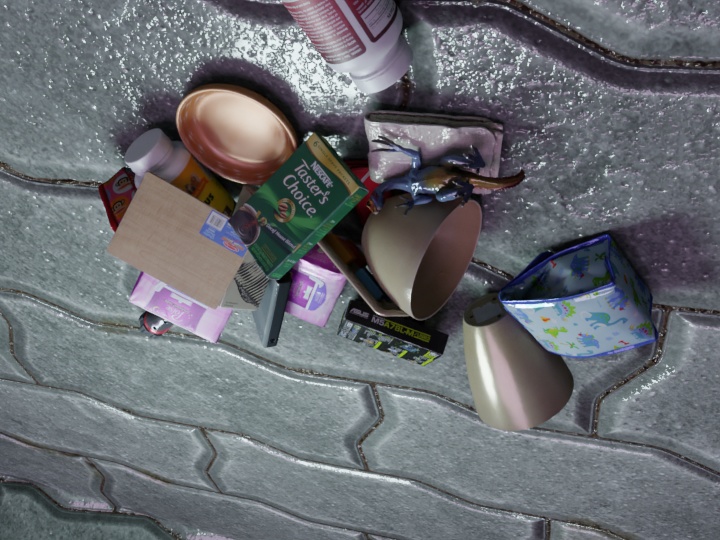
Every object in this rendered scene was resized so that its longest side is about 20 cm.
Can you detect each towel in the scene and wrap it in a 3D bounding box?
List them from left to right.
[{"bbox_3d":[0.106,-0.169,1.183,0.198,0.035,0.133,5,142,10],"label":"towel"}]

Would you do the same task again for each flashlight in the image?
[{"bbox_3d":[-0.408,0.088,1.745,0.068,0.068,0.199,36,143,-20],"label":"flashlight"}]

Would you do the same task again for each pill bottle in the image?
[{"bbox_3d":[-0.297,-0.137,1.353,0.108,0.110,0.200,-8,137,33],"label":"pill bottle"},{"bbox_3d":[-0.021,-0.317,0.985,0.112,0.114,0.200,-10,135,34],"label":"pill bottle"}]

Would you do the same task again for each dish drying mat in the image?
[{"bbox_3d":[0.026,-0.102,1.335,0.076,0.018,0.201,1,141,22],"label":"dish drying mat"}]

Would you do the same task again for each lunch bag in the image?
[{"bbox_3d":[-0.354,-0.067,1.403,0.082,0.177,0.200,-35,141,2],"label":"lunch bag"},{"bbox_3d":[0.347,0.055,1.308,0.199,0.128,0.170,-24,128,32],"label":"lunch bag"}]

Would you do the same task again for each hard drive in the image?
[{"bbox_3d":[-0.169,0.027,1.487,0.033,0.140,0.201,-8,144,-21],"label":"hard drive"}]

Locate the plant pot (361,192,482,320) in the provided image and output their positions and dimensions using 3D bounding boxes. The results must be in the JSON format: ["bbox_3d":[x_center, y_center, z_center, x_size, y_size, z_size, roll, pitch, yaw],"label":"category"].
[{"bbox_3d":[0.081,-0.043,1.264,0.134,0.200,0.201,29,151,26],"label":"plant pot"}]

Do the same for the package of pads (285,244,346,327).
[{"bbox_3d":[-0.091,0.016,1.495,0.119,0.076,0.200,21,144,-3],"label":"package of pads"}]

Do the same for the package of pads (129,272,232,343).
[{"bbox_3d":[-0.341,0.048,1.605,0.199,0.076,0.121,28,107,-14],"label":"package of pads"}]

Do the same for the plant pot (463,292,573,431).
[{"bbox_3d":[0.259,0.146,1.446,0.186,0.188,0.201,-8,124,32],"label":"plant pot"}]

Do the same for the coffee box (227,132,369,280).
[{"bbox_3d":[-0.097,-0.097,1.235,0.200,0.123,0.044,-42,160,13],"label":"coffee box"}]

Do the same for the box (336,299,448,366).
[{"bbox_3d":[0.055,0.122,1.544,0.191,0.048,0.200,18,166,-1],"label":"box"}]

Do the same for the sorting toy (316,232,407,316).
[{"bbox_3d":[0.000,0.000,1.320,0.200,0.037,0.185,45,-172,12],"label":"sorting toy"}]

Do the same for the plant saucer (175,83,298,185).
[{"bbox_3d":[-0.187,-0.214,1.264,0.198,0.038,0.201,12,145,9],"label":"plant saucer"}]

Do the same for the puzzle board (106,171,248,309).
[{"bbox_3d":[-0.285,-0.046,1.306,0.199,0.017,0.151,29,105,-12],"label":"puzzle board"}]

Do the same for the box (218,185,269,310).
[{"bbox_3d":[-0.185,-0.035,1.370,0.082,0.068,0.201,6,117,-39],"label":"box"}]

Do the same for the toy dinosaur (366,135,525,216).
[{"bbox_3d":[0.098,-0.113,1.166,0.199,0.106,0.181,17,167,-28],"label":"toy dinosaur"}]

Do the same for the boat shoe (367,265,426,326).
[{"bbox_3d":[0.071,0.030,1.446,0.066,0.057,0.200,-11,141,35],"label":"boat shoe"}]
